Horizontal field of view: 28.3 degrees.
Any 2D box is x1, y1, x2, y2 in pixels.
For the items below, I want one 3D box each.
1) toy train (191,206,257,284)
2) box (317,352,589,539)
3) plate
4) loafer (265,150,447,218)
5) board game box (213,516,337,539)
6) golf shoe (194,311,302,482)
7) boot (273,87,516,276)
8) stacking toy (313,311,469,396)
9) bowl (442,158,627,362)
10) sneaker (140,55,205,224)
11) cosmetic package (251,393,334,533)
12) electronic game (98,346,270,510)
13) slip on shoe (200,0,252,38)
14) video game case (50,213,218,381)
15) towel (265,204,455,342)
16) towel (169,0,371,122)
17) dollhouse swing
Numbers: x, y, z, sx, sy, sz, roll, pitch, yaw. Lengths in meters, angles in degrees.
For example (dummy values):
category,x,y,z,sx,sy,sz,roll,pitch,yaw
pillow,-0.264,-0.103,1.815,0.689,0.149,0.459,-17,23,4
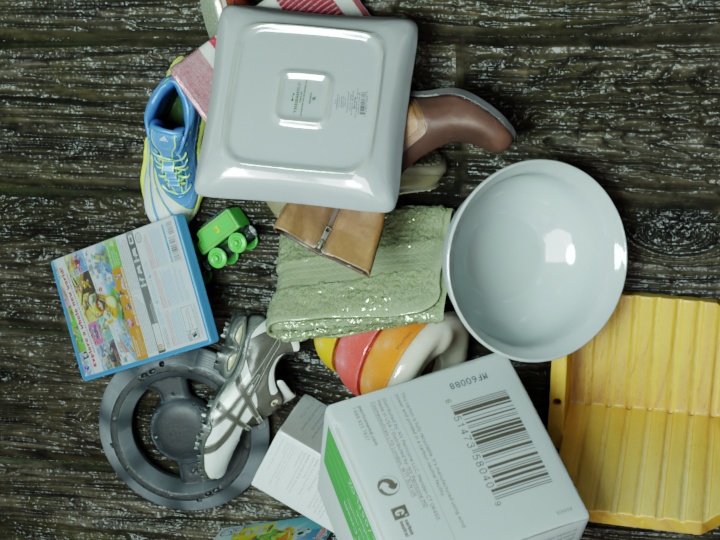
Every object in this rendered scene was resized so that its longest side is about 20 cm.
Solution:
category,x,y,z,sx,sy,sz,roll,pitch,yaw
toy train,-0.196,-0.002,1.580,0.200,0.042,0.056,-35,85,22
box,0.082,0.224,1.395,0.200,0.199,0.171,-16,147,-15
plate,-0.053,-0.162,1.379,0.200,0.032,0.200,6,77,7
loafer,-0.007,-0.089,1.484,0.200,0.076,0.067,-4,118,12
board game box,-0.084,0.326,1.589,0.200,0.151,0.047,-11,103,18
golf shoe,-0.122,0.147,1.555,0.094,0.078,0.200,16,108,-2
boot,0.037,-0.090,1.392,0.188,0.068,0.200,22,74,-1
stacking toy,0.003,0.071,1.521,0.200,0.146,0.146,30,113,25
bowl,0.159,-0.011,1.432,0.201,0.090,0.201,-1,93,-22
sneaker,-0.205,-0.126,1.507,0.076,0.105,0.200,14,109,11
cosmetic package,-0.004,0.232,1.561,0.200,0.113,0.081,28,112,4
electronic game,-0.201,0.179,1.633,0.200,0.042,0.200,2,104,7
slip on shoe,-0.119,-0.243,1.476,0.061,0.074,0.200,-23,94,-15
video game case,-0.251,0.032,1.571,0.200,0.018,0.143,-17,88,34
towel,0.000,0.000,1.480,0.200,0.148,0.036,-8,144,20
towel,-0.072,-0.202,1.443,0.200,0.023,0.144,-38,99,-8
dollhouse swing,0.284,0.135,1.419,0.200,0.176,0.182,5,108,14
